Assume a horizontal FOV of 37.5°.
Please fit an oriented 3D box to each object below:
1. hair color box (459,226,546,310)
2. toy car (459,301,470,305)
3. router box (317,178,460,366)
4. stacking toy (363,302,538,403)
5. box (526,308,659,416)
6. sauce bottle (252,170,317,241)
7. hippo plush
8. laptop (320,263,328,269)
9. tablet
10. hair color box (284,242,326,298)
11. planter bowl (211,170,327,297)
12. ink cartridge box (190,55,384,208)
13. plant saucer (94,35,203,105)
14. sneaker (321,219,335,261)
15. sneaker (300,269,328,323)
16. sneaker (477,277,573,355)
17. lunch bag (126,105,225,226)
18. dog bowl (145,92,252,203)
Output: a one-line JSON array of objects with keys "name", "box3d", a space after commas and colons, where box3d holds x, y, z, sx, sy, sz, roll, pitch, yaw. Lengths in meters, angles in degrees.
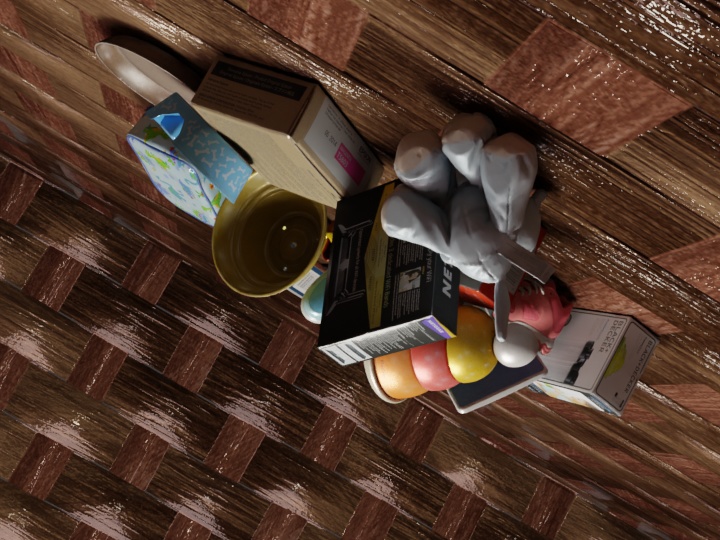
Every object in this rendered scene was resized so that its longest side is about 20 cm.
[{"name": "hair color box", "box3d": [0.111, -0.030, 1.258, 0.064, 0.112, 0.199, 36, 168, -37]}, {"name": "toy car", "box3d": [0.105, 0.014, 1.401, 0.156, 0.166, 0.200, 31, 157, -9]}, {"name": "router box", "box3d": [0.036, -0.007, 1.188, 0.155, 0.203, 0.052, -17, 141, 34]}, {"name": "stacking toy", "box3d": [0.113, 0.087, 1.225, 0.197, 0.148, 0.146, 3, 157, 31]}, {"name": "box", "box3d": [0.296, 0.116, 1.430, 0.060, 0.118, 0.199, 36, 169, -23]}, {"name": "sauce bottle", "box3d": [-0.105, -0.091, 1.690, 0.065, 0.067, 0.200, 20, 168, 41]}, {"name": "hippo plush", "box3d": [0.135, -0.068, 1.049, 0.200, 0.160, 0.160, 41, -156, 17]}, {"name": "laptop", "box3d": [0.052, 0.063, 1.808, 0.198, 0.118, 0.186, 2, -171, -39]}, {"name": "tablet", "box3d": [0.167, 0.119, 1.442, 0.200, 0.128, 0.014, -115, 1, -65]}, {"name": "hair color box", "box3d": [-0.140, -0.048, 1.764, 0.201, 0.060, 0.100, 52, -173, 30]}, {"name": "planter bowl", "box3d": [-0.116, -0.049, 1.564, 0.198, 0.203, 0.083, 22, 176, 33]}, {"name": "ink cartridge box", "box3d": [-0.084, -0.160, 1.277, 0.163, 0.076, 0.200, 21, 166, 32]}, {"name": "plant saucer", "box3d": [-0.265, -0.257, 1.431, 0.198, 0.032, 0.200, 29, 170, 6]}, {"name": "sneaker", "box3d": [-0.028, -0.038, 1.649, 0.074, 0.076, 0.200, 57, 172, 18]}, {"name": "sneaker", "box3d": [0.000, 0.000, 1.555, 0.080, 0.198, 0.131, 56, 166, 13]}, {"name": "sneaker", "box3d": [0.207, 0.035, 1.370, 0.199, 0.087, 0.074, 30, -167, -46]}, {"name": "lunch bag", "box3d": [-0.279, -0.166, 1.689, 0.159, 0.083, 0.201, 27, 159, 22]}, {"name": "dog bowl", "box3d": [-0.203, -0.162, 1.351, 0.111, 0.050, 0.200, 45, 179, -43]}]
